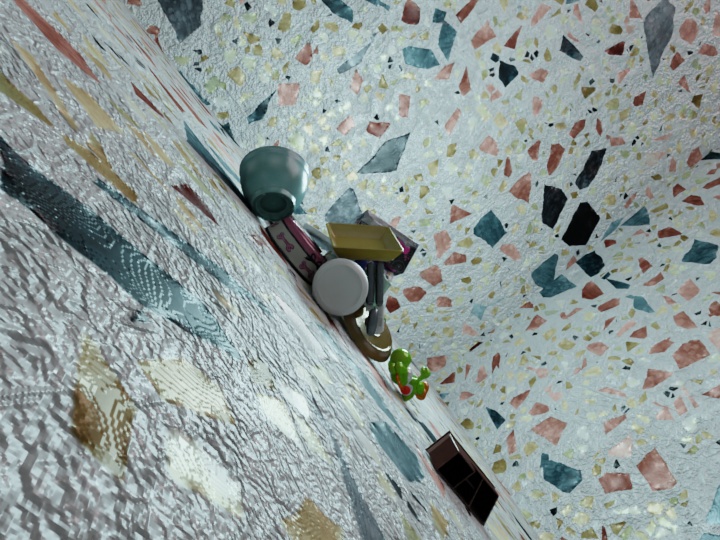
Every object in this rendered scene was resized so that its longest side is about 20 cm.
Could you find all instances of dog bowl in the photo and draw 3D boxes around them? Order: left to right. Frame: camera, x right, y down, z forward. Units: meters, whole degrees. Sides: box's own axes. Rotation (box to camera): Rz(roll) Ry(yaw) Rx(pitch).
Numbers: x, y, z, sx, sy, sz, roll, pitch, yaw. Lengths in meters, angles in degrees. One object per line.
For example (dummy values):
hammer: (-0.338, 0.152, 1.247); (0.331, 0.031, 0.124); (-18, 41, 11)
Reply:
dog bowl: (-0.170, -0.061, 1.434); (0.201, 0.074, 0.200); (51, 1, -1)

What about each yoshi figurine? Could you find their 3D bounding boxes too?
yoshi figurine: (0.134, 0.292, 1.504); (0.112, 0.112, 0.200); (51, -4, 41)

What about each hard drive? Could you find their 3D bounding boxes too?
hard drive: (-0.101, -0.082, 1.770); (0.199, 0.027, 0.132); (34, -11, 38)

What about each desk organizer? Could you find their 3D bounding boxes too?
desk organizer: (0.237, 0.467, 1.170); (0.201, 0.071, 0.077); (52, 3, -16)

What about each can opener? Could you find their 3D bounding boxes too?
can opener: (0.042, 0.077, 1.430); (0.066, 0.052, 0.203); (151, -59, -79)

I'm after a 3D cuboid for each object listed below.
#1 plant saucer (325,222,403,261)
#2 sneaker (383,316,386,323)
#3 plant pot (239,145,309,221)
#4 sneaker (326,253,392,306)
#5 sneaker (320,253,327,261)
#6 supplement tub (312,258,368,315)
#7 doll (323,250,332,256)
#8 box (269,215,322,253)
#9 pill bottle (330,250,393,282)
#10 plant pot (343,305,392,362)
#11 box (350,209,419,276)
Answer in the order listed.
plant saucer: (0.004, -0.077, 1.488); (0.200, 0.198, 0.049); (-110, -154, -63)
sneaker: (0.045, 0.153, 1.639); (0.074, 0.083, 0.202); (28, 40, -39)
plant pot: (-0.240, -0.222, 1.445); (0.201, 0.198, 0.135); (51, 28, -49)
sneaker: (0.000, 0.000, 1.499); (0.200, 0.118, 0.074); (45, 5, 1)
sneaker: (-0.134, -0.014, 1.572); (0.200, 0.077, 0.080); (52, -8, 45)
supplement tub: (-0.049, 0.040, 1.362); (0.141, 0.140, 0.200); (51, 1, -1)
doll: (-0.094, 0.007, 1.766); (0.136, 0.049, 0.201); (28, -27, 12)
box: (-0.211, -0.115, 1.681); (0.100, 0.075, 0.200); (50, -2, 35)
pill bottle: (-0.009, 0.007, 1.607); (0.199, 0.120, 0.120); (32, 1, -2)
plant pot: (0.029, 0.166, 1.489); (0.200, 0.027, 0.201); (40, 27, -26)
box: (0.061, -0.080, 1.647); (0.199, 0.115, 0.132); (32, -12, -9)
